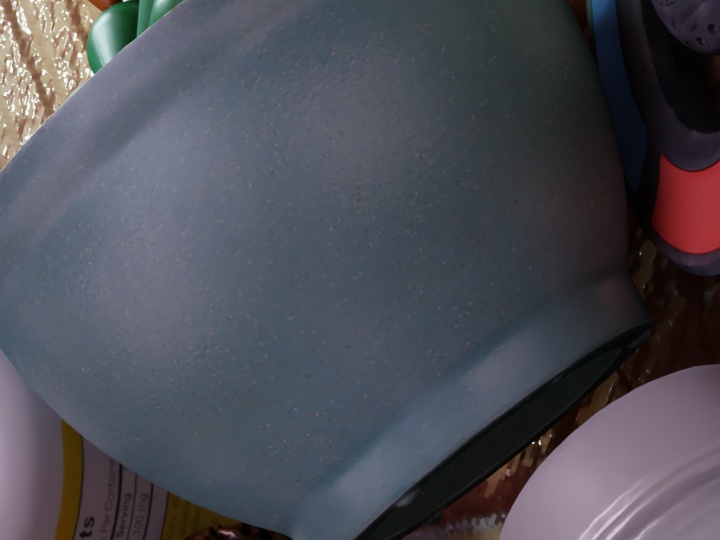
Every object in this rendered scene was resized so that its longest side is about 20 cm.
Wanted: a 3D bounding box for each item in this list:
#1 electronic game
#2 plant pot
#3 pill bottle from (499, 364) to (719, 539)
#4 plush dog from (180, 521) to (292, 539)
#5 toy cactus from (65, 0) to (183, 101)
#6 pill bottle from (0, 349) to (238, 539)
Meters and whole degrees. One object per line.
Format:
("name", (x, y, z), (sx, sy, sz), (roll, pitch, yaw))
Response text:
("electronic game", (0.097, -0.099, 0.759), (0.200, 0.041, 0.202), (180, 90, -76))
("plant pot", (0.000, 0.000, 0.803), (0.134, 0.200, 0.200), (52, 126, 10))
("pill bottle", (0.123, 0.125, 0.706), (0.200, 0.114, 0.115), (54, 124, 37))
("plush dog", (-0.023, 0.173, 0.872), (0.200, 0.160, 0.172), (47, 110, 2))
("toy cactus", (-0.059, -0.074, 0.934), (0.200, 0.102, 0.166), (9, 75, 62))
("pill bottle", (-0.101, 0.064, 0.901), (0.111, 0.199, 0.112), (-7, 80, 47))
